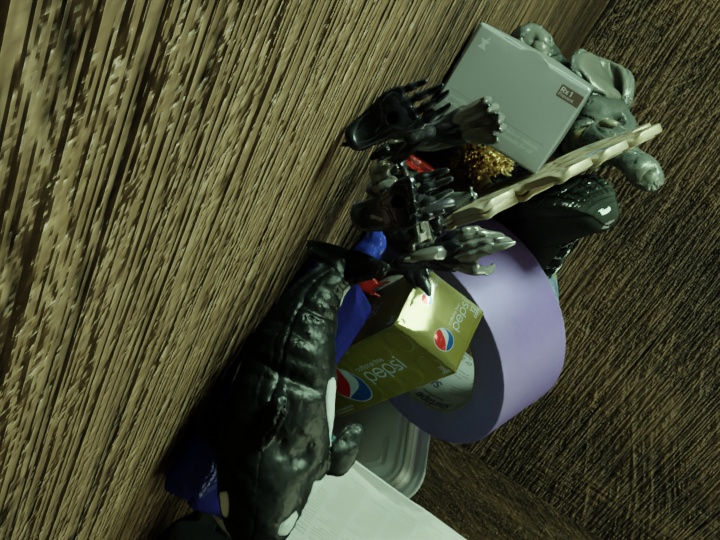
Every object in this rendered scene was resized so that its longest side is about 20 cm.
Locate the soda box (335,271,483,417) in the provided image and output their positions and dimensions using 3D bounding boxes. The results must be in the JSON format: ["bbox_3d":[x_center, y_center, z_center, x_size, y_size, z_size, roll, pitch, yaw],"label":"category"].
[{"bbox_3d":[0.016,0.066,0.942,0.200,0.068,0.064,-32,-155,55],"label":"soda box"}]

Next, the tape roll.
[{"bbox_3d":[0.082,0.049,0.994,0.085,0.200,0.200,-27,157,-34],"label":"tape roll"}]

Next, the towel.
[{"bbox_3d":[-0.066,0.080,0.787,0.200,0.049,0.148,-56,167,-12],"label":"towel"}]

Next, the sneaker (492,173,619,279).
[{"bbox_3d":[0.163,-0.032,0.969,0.076,0.091,0.200,-21,-172,-23],"label":"sneaker"}]

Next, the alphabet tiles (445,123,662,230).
[{"bbox_3d":[0.145,-0.074,0.898,0.200,0.015,0.195,-25,-176,-30],"label":"alphabet tiles"}]

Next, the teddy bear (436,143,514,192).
[{"bbox_3d":[0.096,-0.068,1.125,0.145,0.067,0.200,-27,163,-29],"label":"teddy bear"}]

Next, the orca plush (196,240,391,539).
[{"bbox_3d":[-0.036,0.080,0.674,0.200,0.105,0.071,-58,-175,-5],"label":"orca plush"}]

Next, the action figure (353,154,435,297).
[{"bbox_3d":[0.000,0.000,0.900,0.200,0.052,0.065,-57,178,17],"label":"action figure"}]

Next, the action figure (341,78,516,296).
[{"bbox_3d":[0.048,-0.049,0.699,0.200,0.102,0.119,32,49,-79],"label":"action figure"}]

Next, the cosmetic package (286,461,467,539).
[{"bbox_3d":[0.007,0.204,0.840,0.083,0.200,0.051,-56,-151,-13],"label":"cosmetic package"}]

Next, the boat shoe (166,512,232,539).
[{"bbox_3d":[-0.147,0.275,0.980,0.091,0.071,0.200,-61,177,-4],"label":"boat shoe"}]

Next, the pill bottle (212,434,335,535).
[{"bbox_3d":[-0.068,0.178,0.949,0.111,0.111,0.200,-57,175,-7],"label":"pill bottle"}]

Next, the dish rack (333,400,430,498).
[{"bbox_3d":[-0.006,0.146,1.101,0.171,0.044,0.200,-17,-135,31],"label":"dish rack"}]

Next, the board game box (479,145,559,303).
[{"bbox_3d":[0.156,-0.044,1.234,0.200,0.199,0.062,-55,139,-19],"label":"board game box"}]

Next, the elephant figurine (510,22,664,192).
[{"bbox_3d":[0.225,-0.158,1.134,0.155,0.200,0.142,-62,174,-20],"label":"elephant figurine"}]

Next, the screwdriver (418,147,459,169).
[{"bbox_3d":[0.039,-0.067,0.973,0.029,0.028,0.200,-13,-145,54],"label":"screwdriver"}]

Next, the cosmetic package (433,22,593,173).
[{"bbox_3d":[0.137,-0.151,0.949,0.090,0.107,0.200,-59,173,17],"label":"cosmetic package"}]
